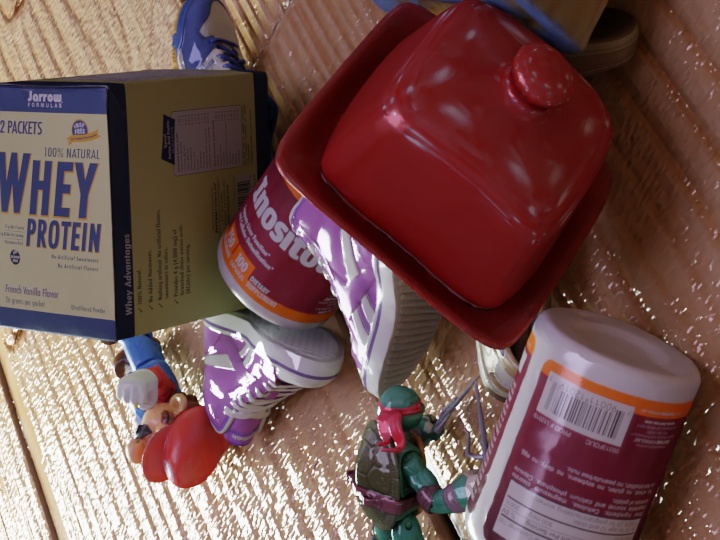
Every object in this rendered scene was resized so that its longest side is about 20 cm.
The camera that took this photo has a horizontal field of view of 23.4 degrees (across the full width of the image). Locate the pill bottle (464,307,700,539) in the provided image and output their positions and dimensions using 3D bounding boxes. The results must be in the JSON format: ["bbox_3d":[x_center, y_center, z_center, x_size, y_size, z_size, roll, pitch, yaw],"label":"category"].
[{"bbox_3d":[0.135,0.137,1.128,0.114,0.113,0.202,37,114,48],"label":"pill bottle"}]

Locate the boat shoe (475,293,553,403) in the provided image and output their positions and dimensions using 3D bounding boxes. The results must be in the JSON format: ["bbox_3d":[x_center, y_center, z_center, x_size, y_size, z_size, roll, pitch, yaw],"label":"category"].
[{"bbox_3d":[0.104,-0.013,1.207,0.076,0.071,0.202,89,170,-68],"label":"boat shoe"}]

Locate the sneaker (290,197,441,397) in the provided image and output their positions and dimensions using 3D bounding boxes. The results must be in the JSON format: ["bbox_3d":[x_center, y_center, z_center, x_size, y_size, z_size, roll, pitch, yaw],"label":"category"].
[{"bbox_3d":[0.000,-0.001,1.287,0.114,0.073,0.202,31,140,26],"label":"sneaker"}]

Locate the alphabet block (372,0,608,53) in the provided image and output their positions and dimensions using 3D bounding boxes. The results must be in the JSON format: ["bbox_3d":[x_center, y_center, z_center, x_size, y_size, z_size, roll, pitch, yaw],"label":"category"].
[{"bbox_3d":[0.077,-0.285,1.161,0.194,0.196,0.202,16,75,50],"label":"alphabet block"}]

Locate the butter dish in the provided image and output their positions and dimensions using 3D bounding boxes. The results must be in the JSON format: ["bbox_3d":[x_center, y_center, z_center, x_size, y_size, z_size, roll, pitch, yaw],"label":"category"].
[{"bbox_3d":[0.083,-0.090,1.098,0.200,0.200,0.148,-53,5,-37],"label":"butter dish"}]

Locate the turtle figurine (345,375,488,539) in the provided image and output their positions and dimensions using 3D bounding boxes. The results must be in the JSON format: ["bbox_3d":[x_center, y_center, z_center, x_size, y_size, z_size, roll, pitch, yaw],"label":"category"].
[{"bbox_3d":[0.039,0.151,1.254,0.150,0.099,0.202,-112,25,-66],"label":"turtle figurine"}]

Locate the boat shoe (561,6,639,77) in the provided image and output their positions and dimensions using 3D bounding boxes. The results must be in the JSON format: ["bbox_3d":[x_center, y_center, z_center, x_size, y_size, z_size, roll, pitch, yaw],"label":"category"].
[{"bbox_3d":[0.119,-0.141,1.242,0.199,0.071,0.065,-4,116,44],"label":"boat shoe"}]

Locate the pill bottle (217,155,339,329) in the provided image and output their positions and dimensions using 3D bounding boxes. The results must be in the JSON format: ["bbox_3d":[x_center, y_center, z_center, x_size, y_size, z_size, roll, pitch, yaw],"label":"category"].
[{"bbox_3d":[-0.022,-0.058,1.363,0.201,0.112,0.114,-53,47,33],"label":"pill bottle"}]

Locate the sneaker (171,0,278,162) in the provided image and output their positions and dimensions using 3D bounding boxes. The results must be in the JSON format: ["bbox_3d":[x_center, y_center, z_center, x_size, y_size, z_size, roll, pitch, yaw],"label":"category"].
[{"bbox_3d":[-0.108,-0.155,1.535,0.088,0.075,0.202,-18,79,41],"label":"sneaker"}]

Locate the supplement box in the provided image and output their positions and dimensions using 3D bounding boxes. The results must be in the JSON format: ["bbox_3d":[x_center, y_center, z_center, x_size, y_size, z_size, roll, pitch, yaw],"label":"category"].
[{"bbox_3d":[-0.185,-0.060,1.427,0.133,0.199,0.203,5,101,35],"label":"supplement box"}]

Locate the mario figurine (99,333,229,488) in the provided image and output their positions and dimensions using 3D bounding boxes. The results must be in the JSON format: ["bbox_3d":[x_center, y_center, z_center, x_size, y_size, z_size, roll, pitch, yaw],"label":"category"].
[{"bbox_3d":[-0.196,0.124,1.560,0.106,0.123,0.200,-53,41,15],"label":"mario figurine"}]

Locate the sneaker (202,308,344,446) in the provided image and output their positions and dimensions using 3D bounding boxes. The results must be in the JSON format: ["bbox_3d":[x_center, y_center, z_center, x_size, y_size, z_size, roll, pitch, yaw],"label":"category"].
[{"bbox_3d":[-0.075,0.097,1.450,0.200,0.072,0.116,18,103,63],"label":"sneaker"}]
